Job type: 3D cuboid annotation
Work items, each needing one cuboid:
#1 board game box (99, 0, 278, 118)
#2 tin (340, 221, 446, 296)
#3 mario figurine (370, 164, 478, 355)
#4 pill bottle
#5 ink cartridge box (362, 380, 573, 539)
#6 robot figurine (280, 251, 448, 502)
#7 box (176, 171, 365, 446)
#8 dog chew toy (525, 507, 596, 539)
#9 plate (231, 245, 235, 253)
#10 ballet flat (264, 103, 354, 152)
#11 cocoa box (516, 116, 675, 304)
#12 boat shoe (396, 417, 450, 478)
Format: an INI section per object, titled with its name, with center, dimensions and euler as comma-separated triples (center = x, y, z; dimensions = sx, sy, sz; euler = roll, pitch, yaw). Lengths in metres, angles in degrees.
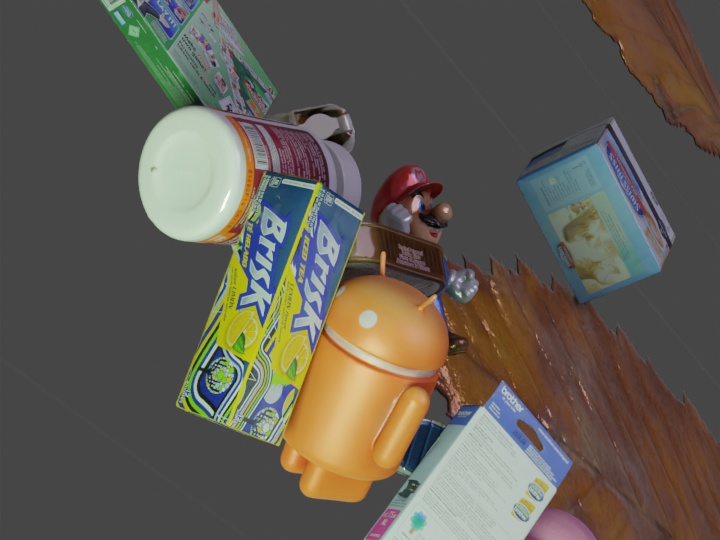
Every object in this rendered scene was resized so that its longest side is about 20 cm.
[board game box]
center = -0.155, -0.208, 1.337
dimensions = 0.201, 0.029, 0.135
euler = 56, 28, -21
[tin]
center = 0.000, 0.000, 1.300
dimensions = 0.199, 0.111, 0.043
euler = 16, 64, -56
[mario figurine]
center = 0.074, -0.013, 1.516
dimensions = 0.123, 0.104, 0.203
euler = 116, -37, -80
[pill bottle]
center = -0.088, -0.075, 1.253
dimensions = 0.199, 0.109, 0.111
euler = 4, 65, -57
[ink cartridge box]
center = 0.100, 0.213, 1.332
dimensions = 0.119, 0.042, 0.201
euler = 47, 69, -18
[robot figurine]
center = 0.001, 0.090, 1.207
dimensions = 0.115, 0.202, 0.144
euler = 24, 16, 2
[box]
center = -0.070, 0.029, 1.157
dimensions = 0.070, 0.064, 0.203
euler = 30, 77, -49
[dog chew toy]
center = 0.156, 0.307, 1.411
dimensions = 0.199, 0.124, 0.126
euler = -18, 84, -56
[plate]
center = -0.027, 0.051, 1.364
dimensions = 0.199, 0.032, 0.203
euler = -7, 76, -64
[ballet flat]
center = -0.039, -0.134, 1.457
dimensions = 0.200, 0.062, 0.068
euler = -26, 95, -64
[cocoa box]
center = 0.325, -0.083, 2.016
dimensions = 0.202, 0.132, 0.131
euler = 61, 28, -10
[boat shoe]
center = 0.092, 0.182, 1.398
dimensions = 0.199, 0.072, 0.073
euler = 31, 78, -31
